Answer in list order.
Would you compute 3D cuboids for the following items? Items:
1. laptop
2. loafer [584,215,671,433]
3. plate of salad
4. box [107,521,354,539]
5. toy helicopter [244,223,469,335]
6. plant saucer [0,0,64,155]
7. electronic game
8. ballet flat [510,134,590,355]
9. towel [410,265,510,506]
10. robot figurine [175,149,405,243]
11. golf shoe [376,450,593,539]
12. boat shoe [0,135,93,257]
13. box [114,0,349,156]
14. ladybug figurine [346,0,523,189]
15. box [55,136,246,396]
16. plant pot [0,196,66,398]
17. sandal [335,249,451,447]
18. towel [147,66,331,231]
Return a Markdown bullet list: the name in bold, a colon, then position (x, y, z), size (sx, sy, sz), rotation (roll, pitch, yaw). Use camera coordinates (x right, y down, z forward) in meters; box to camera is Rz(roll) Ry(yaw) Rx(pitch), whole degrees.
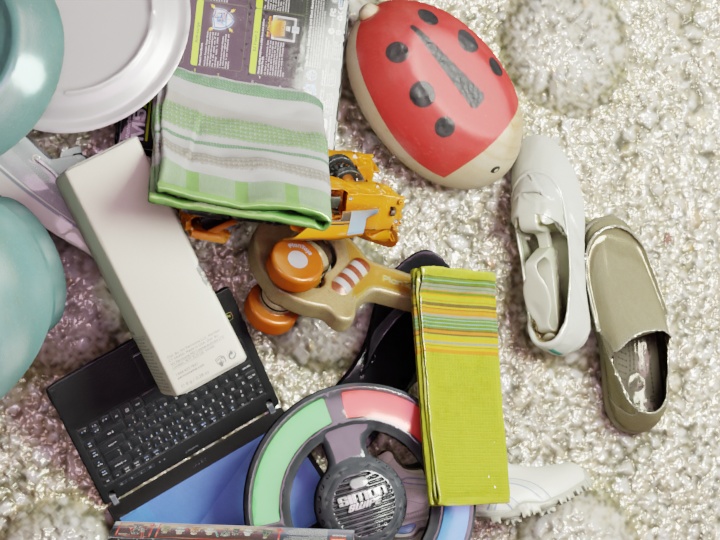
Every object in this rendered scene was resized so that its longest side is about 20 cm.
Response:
- **laptop**: position (-0.134, 0.151, 1.424), size (0.176, 0.103, 0.201), rotation (-29, 119, -15)
- **loafer**: position (0.247, 0.048, 1.546), size (0.075, 0.068, 0.202), rotation (-12, 89, -14)
- **plate of salad**: position (-0.240, -0.206, 1.434), size (0.198, 0.048, 0.202), rotation (-1, 73, 3)
- **box**: position (-0.105, 0.277, 1.383), size (0.198, 0.040, 0.138), rotation (2, 102, 2)
- **toy helicopter**: position (0.000, 0.000, 1.468), size (0.199, 0.079, 0.133), rotation (17, 48, -13)
- **plant saucer**: position (-0.342, -0.179, 1.394), size (0.198, 0.036, 0.202), rotation (-3, 75, 10)
- **electronic game**: position (0.000, 0.195, 1.425), size (0.198, 0.042, 0.202), rotation (1, 85, -11)
- **ballet flat**: position (0.166, -0.023, 1.526), size (0.069, 0.069, 0.202), rotation (-8, 90, -14)
- **towel**: position (0.087, 0.097, 1.440), size (0.086, 0.018, 0.202), rotation (2, 78, -31)
- **robot figurine**: position (-0.071, -0.063, 1.412), size (0.198, 0.145, 0.059), rotation (-1, 116, -18)
- **golf shoe**: position (0.107, 0.181, 1.502), size (0.198, 0.078, 0.098), rotation (-10, 82, -15)
- **boat shoe**: position (-0.257, -0.075, 1.430), size (0.200, 0.070, 0.072), rotation (37, 88, -5)
- **box**: position (-0.110, -0.191, 1.490), size (0.192, 0.048, 0.202), rotation (6, 85, -11)
- **ladybug figurine**: position (0.071, -0.160, 1.505), size (0.200, 0.072, 0.136), rotation (43, 69, -16)
- **box**: position (-0.170, -0.002, 1.375), size (0.068, 0.082, 0.201), rotation (-27, 96, -15)
- **plant pot**: position (-0.321, 0.017, 1.363), size (0.134, 0.200, 0.201), rotation (-26, 92, -41)
- **sandal**: position (0.031, 0.075, 1.504), size (0.076, 0.043, 0.201), rotation (30, 79, -9)
- **towel**: position (-0.096, -0.102, 1.372), size (0.148, 0.200, 0.031), rotation (7, 121, -9)
